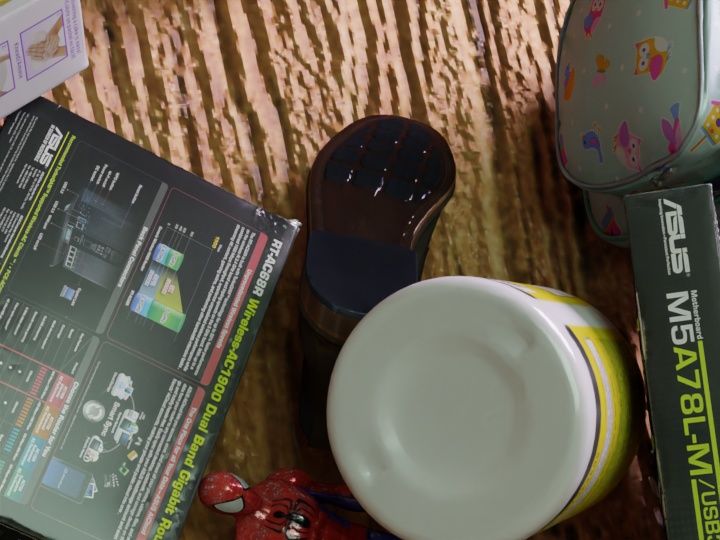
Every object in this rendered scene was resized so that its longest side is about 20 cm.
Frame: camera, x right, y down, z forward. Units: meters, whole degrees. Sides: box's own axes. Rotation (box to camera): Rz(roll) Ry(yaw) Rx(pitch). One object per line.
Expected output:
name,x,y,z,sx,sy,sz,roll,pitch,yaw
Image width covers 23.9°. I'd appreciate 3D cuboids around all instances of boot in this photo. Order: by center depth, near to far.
boot,0.000,0.000,0.861,0.074,0.097,0.200,15,34,3

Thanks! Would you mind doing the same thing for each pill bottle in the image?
pill bottle,0.068,0.062,0.776,0.114,0.200,0.115,-1,87,19

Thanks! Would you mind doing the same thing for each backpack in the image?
backpack,0.186,-0.094,0.898,0.153,0.200,0.177,6,72,-15

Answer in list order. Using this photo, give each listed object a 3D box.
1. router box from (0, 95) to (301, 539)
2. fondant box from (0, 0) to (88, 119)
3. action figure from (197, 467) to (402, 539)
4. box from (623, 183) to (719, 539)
router box,-0.132,0.036,0.783,0.149,0.062,0.201,27,61,-11
fondant box,-0.243,-0.097,0.756,0.144,0.058,0.200,35,56,28
action figure,0.011,0.140,0.799,0.199,0.052,0.066,27,66,-19
box,0.165,0.077,0.818,0.047,0.200,0.194,-6,76,12
